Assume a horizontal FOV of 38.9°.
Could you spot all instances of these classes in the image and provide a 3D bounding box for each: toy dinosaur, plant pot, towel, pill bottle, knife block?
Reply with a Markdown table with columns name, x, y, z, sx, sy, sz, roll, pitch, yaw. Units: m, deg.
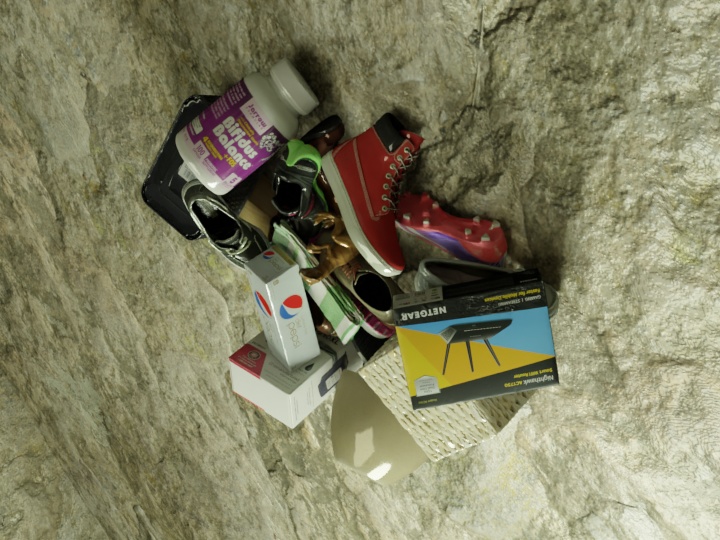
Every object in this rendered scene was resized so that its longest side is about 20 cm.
| name | x | y | z | sx | sy | sz | roll | pitch | yaw |
| --- | --- | --- | --- | --- | --- | --- | --- | --- | --- |
| toy dinosaur | -0.014 | -0.045 | 1.490 | 0.107 | 0.199 | 0.061 | 51 | 164 | 20 |
| plant pot | 0.029 | 0.267 | 1.650 | 0.198 | 0.136 | 0.200 | 27 | 168 | 6 |
| towel | -0.071 | 0.020 | 1.576 | 0.201 | 0.023 | 0.153 | 50 | 164 | 7 |
| pill bottle | -0.160 | -0.211 | 1.467 | 0.113 | 0.199 | 0.112 | 50 | -170 | -12 |
| knife block | -0.152 | -0.105 | 1.673 | 0.174 | 0.064 | 0.202 | -2 | 120 | 48 |

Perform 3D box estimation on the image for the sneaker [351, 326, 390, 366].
| name | x | y | z | sx | sy | sz | roll | pitch | yaw |
| --- | --- | --- | --- | --- | --- | --- | --- | --- | --- |
| sneaker | 0.035 | 0.156 | 1.691 | 0.201 | 0.074 | 0.088 | 52 | 149 | -8 |

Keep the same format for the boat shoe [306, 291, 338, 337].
| name | x | y | z | sx | sy | sz | roll | pitch | yaw |
| --- | --- | --- | --- | --- | --- | --- | --- | --- | --- |
| boat shoe | -0.098 | 0.046 | 1.717 | 0.199 | 0.067 | 0.073 | 32 | 105 | 38 |

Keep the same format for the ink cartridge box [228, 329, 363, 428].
| name | x | y | z | sx | sy | sz | roll | pitch | yaw |
| --- | --- | --- | --- | --- | --- | --- | --- | --- | --- |
| ink cartridge box | -0.103 | 0.151 | 1.734 | 0.144 | 0.199 | 0.085 | 26 | 136 | 30 |

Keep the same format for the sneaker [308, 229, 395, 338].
| name | x | y | z | sx | sy | sz | roll | pitch | yaw |
| --- | --- | --- | --- | --- | --- | --- | --- | --- | --- |
| sneaker | -0.015 | 0.030 | 1.639 | 0.201 | 0.081 | 0.088 | 51 | 150 | 10 |

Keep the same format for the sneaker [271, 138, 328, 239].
| name | x | y | z | sx | sy | sz | roll | pitch | yaw |
| --- | --- | --- | --- | --- | --- | --- | --- | --- | --- |
| sneaker | -0.097 | -0.108 | 1.486 | 0.076 | 0.084 | 0.201 | 28 | 154 | 21 |

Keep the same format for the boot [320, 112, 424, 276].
| name | x | y | z | sx | sy | sz | roll | pitch | yaw |
| --- | --- | --- | --- | --- | --- | --- | --- | --- | --- |
| boot | 0.043 | -0.106 | 1.387 | 0.143 | 0.072 | 0.202 | -30 | 75 | 23 |

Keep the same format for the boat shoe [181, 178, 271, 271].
| name | x | y | z | sx | sy | sz | roll | pitch | yaw |
| --- | --- | --- | --- | --- | --- | --- | --- | --- | --- |
| boat shoe | -0.201 | -0.053 | 1.560 | 0.200 | 0.070 | 0.064 | 46 | -170 | -35 |

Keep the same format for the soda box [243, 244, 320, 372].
| name | x | y | z | sx | sy | sz | roll | pitch | yaw |
| --- | --- | --- | --- | --- | --- | --- | --- | --- | --- |
| soda box | -0.122 | 0.062 | 1.612 | 0.068 | 0.063 | 0.202 | 39 | 152 | 41 |

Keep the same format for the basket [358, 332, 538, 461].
| name | x | y | z | sx | sy | sz | roll | pitch | yaw |
| --- | --- | --- | --- | --- | --- | --- | --- | --- | --- |
| basket | 0.138 | 0.148 | 1.499 | 0.201 | 0.161 | 0.198 | 49 | 144 | -2 |

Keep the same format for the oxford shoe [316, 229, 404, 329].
| name | x | y | z | sx | sy | sz | roll | pitch | yaw |
| --- | --- | --- | --- | --- | --- | --- | --- | --- | --- |
| oxford shoe | 0.000 | 0.000 | 1.505 | 0.200 | 0.071 | 0.075 | 42 | 180 | 26 |

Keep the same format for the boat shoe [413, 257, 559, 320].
| name | x | y | z | sx | sy | sz | roll | pitch | yaw |
| --- | --- | --- | --- | --- | --- | --- | --- | --- | --- |
| boat shoe | 0.171 | 0.025 | 1.365 | 0.199 | 0.075 | 0.065 | 14 | 154 | 2 |

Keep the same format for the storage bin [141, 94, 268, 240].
| name | x | y | z | sx | sy | sz | roll | pitch | yaw |
| --- | --- | --- | --- | --- | --- | --- | --- | --- | --- |
| storage bin | -0.241 | -0.164 | 1.615 | 0.135 | 0.093 | 0.201 | 38 | 111 | 16 |

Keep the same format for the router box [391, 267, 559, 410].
| name | x | y | z | sx | sy | sz | roll | pitch | yaw |
| --- | --- | --- | --- | --- | --- | --- | --- | --- | --- |
| router box | 0.150 | 0.091 | 1.331 | 0.197 | 0.051 | 0.151 | -11 | 110 | 7 |

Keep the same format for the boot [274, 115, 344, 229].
| name | x | y | z | sx | sy | sz | roll | pitch | yaw |
| --- | --- | --- | --- | --- | --- | --- | --- | --- | --- |
| boot | -0.027 | -0.117 | 1.522 | 0.201 | 0.068 | 0.188 | 52 | 142 | -6 |

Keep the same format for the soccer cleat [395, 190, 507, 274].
| name | x | y | z | sx | sy | sz | roll | pitch | yaw |
| --- | --- | --- | --- | --- | --- | --- | --- | --- | --- |
| soccer cleat | 0.116 | -0.052 | 1.426 | 0.198 | 0.067 | 0.077 | 20 | 140 | 33 |
